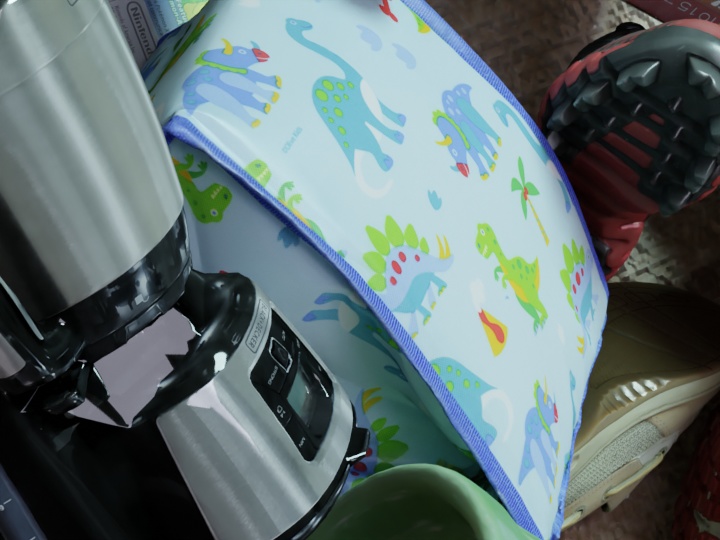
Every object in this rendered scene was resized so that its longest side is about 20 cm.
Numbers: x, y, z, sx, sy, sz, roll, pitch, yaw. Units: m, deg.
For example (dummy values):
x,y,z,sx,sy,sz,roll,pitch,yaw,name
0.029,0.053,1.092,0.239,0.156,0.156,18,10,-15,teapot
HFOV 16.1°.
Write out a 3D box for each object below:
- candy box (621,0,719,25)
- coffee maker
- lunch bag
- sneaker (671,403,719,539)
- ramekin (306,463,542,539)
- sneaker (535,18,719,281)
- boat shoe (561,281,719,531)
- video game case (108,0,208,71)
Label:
x,y,z,sx,sy,sz,roll,pitch,yaw,name
0.112,-0.181,1.043,0.116,0.057,0.201,25,35,-26,candy box
-0.121,0.008,0.760,0.135,0.191,0.201,-50,122,-43,coffee maker
0.000,0.000,0.891,0.200,0.127,0.170,38,37,-12,lunch bag
0.181,0.112,1.014,0.082,0.078,0.200,16,27,-17,sneaker
0.022,0.170,0.780,0.097,0.200,0.201,27,65,-22,ramekin
0.109,-0.061,0.981,0.071,0.200,0.098,37,68,0,sneaker
0.090,0.062,1.025,0.072,0.065,0.200,29,34,25,boat shoe
-0.049,-0.025,0.980,0.182,0.022,0.201,-21,89,-35,video game case
